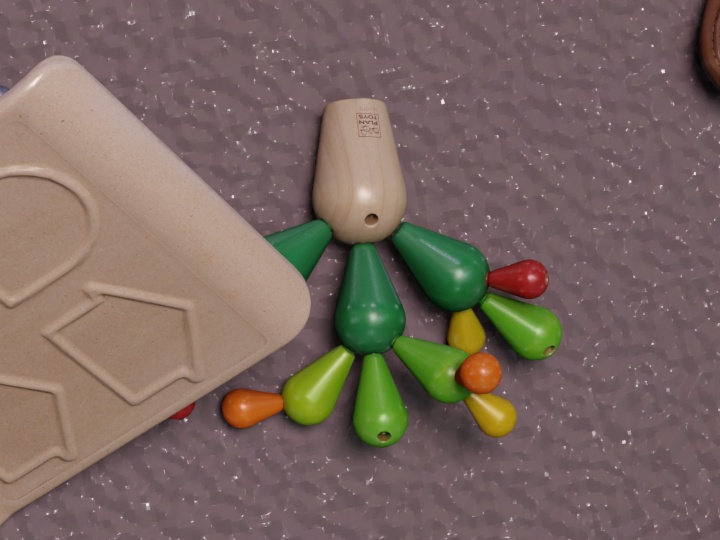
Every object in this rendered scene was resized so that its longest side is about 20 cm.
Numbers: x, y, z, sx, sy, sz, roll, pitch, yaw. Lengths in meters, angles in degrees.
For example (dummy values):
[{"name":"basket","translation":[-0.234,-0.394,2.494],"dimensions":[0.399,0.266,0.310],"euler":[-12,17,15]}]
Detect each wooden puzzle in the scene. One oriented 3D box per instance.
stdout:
[{"name":"wooden puzzle","translation":[-0.149,0.014,0.850],"dimensions":[0.200,0.046,0.185],"euler":[-35,132,12]}]

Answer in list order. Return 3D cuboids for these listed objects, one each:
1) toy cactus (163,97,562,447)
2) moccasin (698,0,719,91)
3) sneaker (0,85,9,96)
[{"name":"toy cactus","translation":[0.000,0.000,0.941],"dimensions":[0.200,0.102,0.165],"euler":[-2,79,-8]},{"name":"moccasin","translation":[0.249,-0.165,1.023],"dimensions":[0.201,0.078,0.074],"euler":[-41,100,-14]},{"name":"sneaker","translation":[-0.192,-0.041,0.893],"dimensions":[0.200,0.078,0.086],"euler":[10,74,-24]}]
